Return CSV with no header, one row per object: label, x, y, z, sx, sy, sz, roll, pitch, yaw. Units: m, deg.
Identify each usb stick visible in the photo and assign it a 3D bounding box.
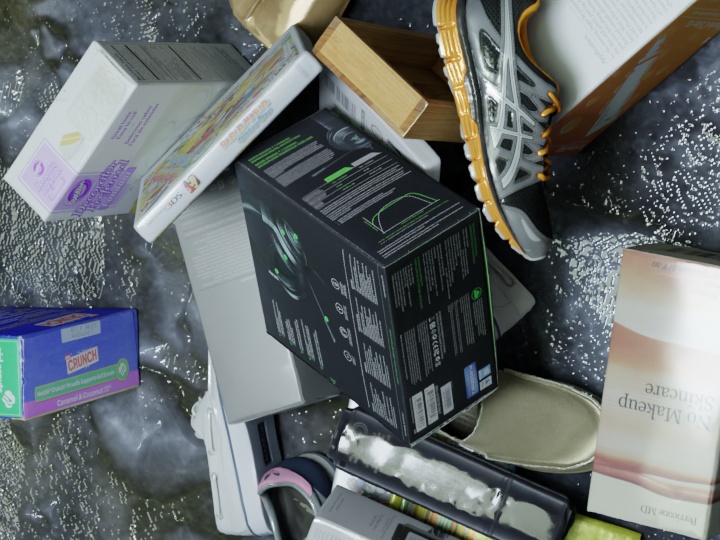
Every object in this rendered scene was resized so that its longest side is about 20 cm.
usb stick,0.071,0.165,1.606,0.199,0.033,0.056,23,97,10

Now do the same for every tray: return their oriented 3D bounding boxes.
tray,0.050,-0.139,1.557,0.099,0.200,0.037,44,108,19

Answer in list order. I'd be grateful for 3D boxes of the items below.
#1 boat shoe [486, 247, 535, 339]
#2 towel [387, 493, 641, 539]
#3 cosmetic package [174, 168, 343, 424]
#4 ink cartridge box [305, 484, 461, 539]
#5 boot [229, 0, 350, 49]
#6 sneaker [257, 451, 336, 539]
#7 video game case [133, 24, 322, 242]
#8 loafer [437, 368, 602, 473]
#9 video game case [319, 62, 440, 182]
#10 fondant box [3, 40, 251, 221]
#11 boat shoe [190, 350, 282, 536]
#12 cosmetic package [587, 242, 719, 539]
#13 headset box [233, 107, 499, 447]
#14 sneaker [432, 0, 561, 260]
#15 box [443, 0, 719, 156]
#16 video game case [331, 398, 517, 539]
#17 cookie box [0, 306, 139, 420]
boat shoe,0.064,-0.027,1.637,0.065,0.072,0.200,-33,55,-9
towel,0.114,0.218,1.616,0.198,0.018,0.087,16,93,11
cosmetic package,-0.076,0.018,1.698,0.090,0.107,0.202,-15,85,30
ink cartridge box,0.045,0.265,1.592,0.199,0.068,0.117,24,112,8
boot,-0.054,-0.297,1.684,0.175,0.066,0.201,46,115,19
sneaker,-0.031,0.252,1.701,0.070,0.082,0.201,-32,79,29
video game case,-0.104,-0.110,1.588,0.023,0.200,0.182,44,96,-12
loafer,0.104,0.113,1.598,0.198,0.068,0.076,12,92,9
video game case,0.011,-0.056,1.601,0.143,0.018,0.201,49,153,33
fondant box,-0.181,-0.116,1.692,0.058,0.199,0.145,46,114,19
boat shoe,-0.112,0.127,1.744,0.065,0.073,0.202,-8,89,25
cosmetic package,0.239,0.087,1.533,0.103,0.087,0.202,10,99,27
headset box,0.000,0.000,1.537,0.200,0.092,0.175,35,145,42
sneaker,0.109,-0.106,1.462,0.077,0.078,0.202,-14,97,8
box,0.181,-0.182,1.524,0.200,0.124,0.098,-41,75,26
video game case,0.045,0.197,1.650,0.142,0.018,0.202,11,91,8
cookie box,-0.321,0.078,1.804,0.198,0.171,0.076,0,97,30
